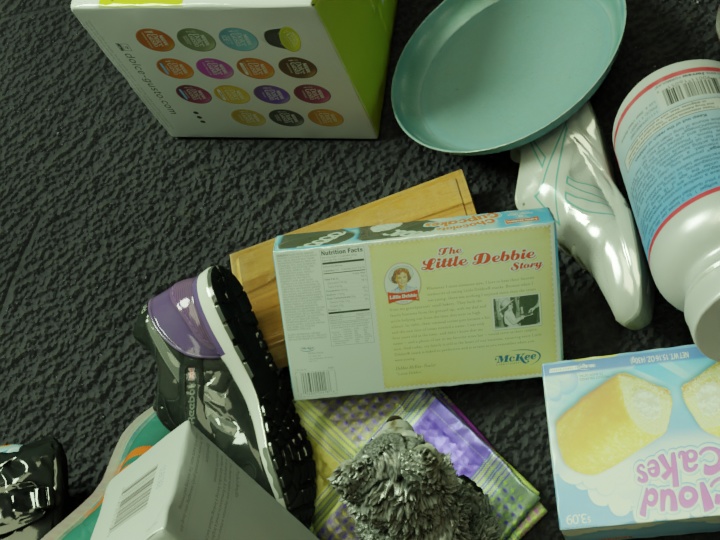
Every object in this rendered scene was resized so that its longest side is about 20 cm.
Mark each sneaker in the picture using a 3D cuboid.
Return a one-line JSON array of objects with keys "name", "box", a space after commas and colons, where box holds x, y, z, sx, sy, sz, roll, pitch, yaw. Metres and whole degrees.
[{"name": "sneaker", "box": [0.163, -0.039, 0.841, 0.079, 0.070, 0.202, -22, 58, 13]}, {"name": "sneaker", "box": [-0.100, 0.105, 0.821, 0.087, 0.076, 0.202, -24, 82, 15]}, {"name": "sneaker", "box": [-0.151, 0.170, 0.810, 0.079, 0.072, 0.201, -3, 38, 38]}]

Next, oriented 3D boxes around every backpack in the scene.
[{"name": "backpack", "box": [-0.319, 0.214, 0.848, 0.197, 0.154, 0.165, -2, 74, -11]}]

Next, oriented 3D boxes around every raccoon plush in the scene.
[{"name": "raccoon plush", "box": [0.052, 0.191, 0.719, 0.096, 0.134, 0.201, -29, 65, 2]}]

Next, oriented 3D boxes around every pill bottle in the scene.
[{"name": "pill bottle", "box": [0.239, -0.040, 0.759, 0.107, 0.109, 0.202, -13, 46, 11]}]

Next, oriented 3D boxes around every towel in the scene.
[{"name": "towel", "box": [0.021, 0.149, 0.831, 0.144, 0.023, 0.200, -43, 65, -4]}]

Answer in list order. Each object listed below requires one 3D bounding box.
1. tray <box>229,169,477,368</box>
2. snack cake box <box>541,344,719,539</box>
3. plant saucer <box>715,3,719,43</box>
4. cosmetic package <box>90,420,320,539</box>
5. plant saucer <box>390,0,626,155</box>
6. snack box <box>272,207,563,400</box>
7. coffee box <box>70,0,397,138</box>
[{"name": "tray", "box": [0.000, 0.000, 0.873, 0.198, 0.037, 0.099, -20, 52, 9]}, {"name": "snack cake box", "box": [0.228, 0.114, 0.759, 0.197, 0.067, 0.116, -9, 67, 13]}, {"name": "plant saucer", "box": [0.292, -0.107, 0.763, 0.032, 0.199, 0.202, -30, 63, 26]}, {"name": "cosmetic package", "box": [-0.075, 0.208, 0.723, 0.081, 0.200, 0.113, -36, 20, 17]}, {"name": "plant saucer", "box": [0.117, -0.166, 0.889, 0.198, 0.027, 0.202, -20, 47, 23]}, {"name": "snack box", "box": [0.043, 0.025, 0.809, 0.197, 0.037, 0.118, -5, 110, 3]}, {"name": "coffee box", "box": [-0.083, -0.241, 0.910, 0.195, 0.200, 0.203, 3, 70, 16]}]
